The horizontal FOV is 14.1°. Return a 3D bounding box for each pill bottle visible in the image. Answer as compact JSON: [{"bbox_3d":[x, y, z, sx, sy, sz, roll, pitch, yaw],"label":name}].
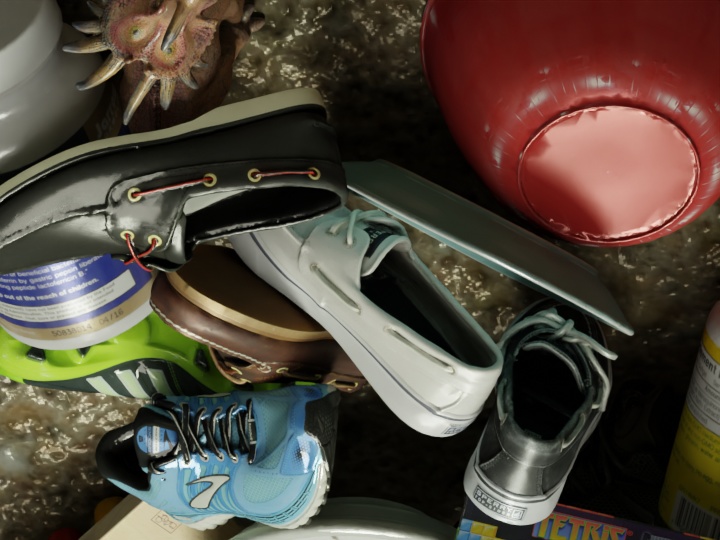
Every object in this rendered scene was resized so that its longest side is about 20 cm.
[{"bbox_3d":[0.241,0.079,1.647,0.114,0.114,0.201,10,111,-7],"label":"pill bottle"},{"bbox_3d":[-0.178,-0.063,1.564,0.115,0.116,0.201,-10,133,13],"label":"pill bottle"}]

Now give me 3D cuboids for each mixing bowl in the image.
[{"bbox_3d":[0.130,-0.086,1.533,0.199,0.109,0.201,1,133,1],"label":"mixing bowl"}]

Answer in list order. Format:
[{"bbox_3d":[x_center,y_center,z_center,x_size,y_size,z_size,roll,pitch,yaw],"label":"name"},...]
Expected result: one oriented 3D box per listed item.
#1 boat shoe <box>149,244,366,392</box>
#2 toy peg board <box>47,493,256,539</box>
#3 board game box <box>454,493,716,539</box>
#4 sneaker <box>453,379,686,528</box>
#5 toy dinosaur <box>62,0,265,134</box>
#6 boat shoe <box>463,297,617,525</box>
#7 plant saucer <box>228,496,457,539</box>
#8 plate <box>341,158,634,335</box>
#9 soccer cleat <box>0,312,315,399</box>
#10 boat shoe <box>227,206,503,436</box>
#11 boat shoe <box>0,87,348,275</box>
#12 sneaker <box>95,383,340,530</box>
[{"bbox_3d":[-0.048,0.036,1.631,0.199,0.071,0.070,13,123,-49],"label":"boat shoe"},{"bbox_3d":[-0.125,0.215,1.861,0.199,0.098,0.200,-42,121,16],"label":"toy peg board"},{"bbox_3d":[0.131,0.206,1.651,0.164,0.057,0.200,14,149,7],"label":"board game box"},{"bbox_3d":[0.141,0.125,1.759,0.198,0.076,0.115,-13,130,11],"label":"sneaker"},{"bbox_3d":[-0.100,-0.106,1.506,0.085,0.136,0.201,-4,134,6],"label":"toy dinosaur"},{"bbox_3d":[0.104,0.059,1.617,0.073,0.199,0.068,24,123,7],"label":"boat shoe"},{"bbox_3d":[-0.001,0.182,1.749,0.199,0.050,0.201,2,148,1],"label":"plant saucer"},{"bbox_3d":[0.064,-0.020,1.573,0.199,0.200,0.026,28,90,-22],"label":"plate"},{"bbox_3d":[-0.122,0.047,1.711,0.199,0.068,0.081,7,165,-16],"label":"soccer cleat"},{"bbox_3d":[0.000,0.000,1.583,0.200,0.072,0.066,50,134,16],"label":"boat shoe"},{"bbox_3d":[-0.105,-0.034,1.486,0.200,0.063,0.074,-16,161,-6],"label":"boat shoe"},{"bbox_3d":[-0.084,0.105,1.647,0.090,0.079,0.200,17,157,-31],"label":"sneaker"}]
